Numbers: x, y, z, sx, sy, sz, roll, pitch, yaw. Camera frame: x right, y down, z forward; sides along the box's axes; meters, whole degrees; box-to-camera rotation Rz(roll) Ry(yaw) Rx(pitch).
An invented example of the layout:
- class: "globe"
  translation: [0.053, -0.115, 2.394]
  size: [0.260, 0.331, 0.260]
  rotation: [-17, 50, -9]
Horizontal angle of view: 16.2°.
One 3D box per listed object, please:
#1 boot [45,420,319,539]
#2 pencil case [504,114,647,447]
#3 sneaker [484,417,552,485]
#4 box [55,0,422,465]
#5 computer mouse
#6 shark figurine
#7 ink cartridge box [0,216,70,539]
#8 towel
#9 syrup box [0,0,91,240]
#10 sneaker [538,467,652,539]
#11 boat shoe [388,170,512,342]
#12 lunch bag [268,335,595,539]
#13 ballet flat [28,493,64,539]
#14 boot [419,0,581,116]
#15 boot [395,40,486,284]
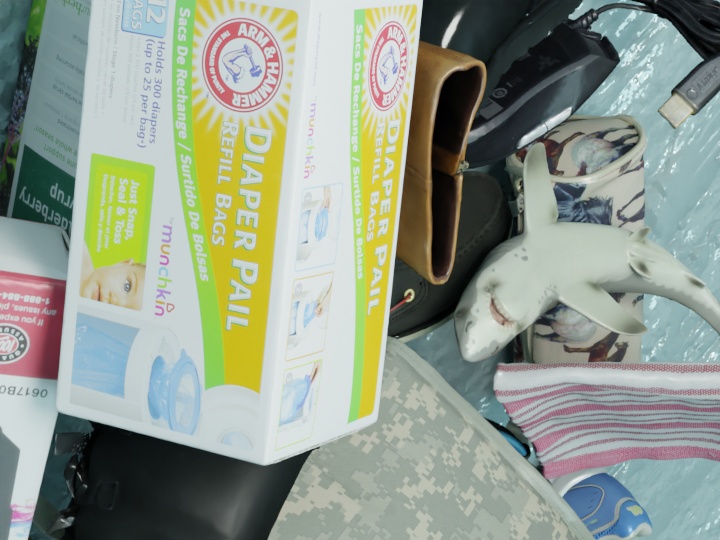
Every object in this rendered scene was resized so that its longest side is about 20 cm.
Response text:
- class: "boot"
  translation: [-0.059, 0.137, 1.164]
  size: [0.073, 0.198, 0.163]
  rotation: [95, 14, -60]
- class: "pencil case"
  translation: [0.120, 0.008, 1.458]
  size: [0.089, 0.078, 0.200]
  rotation: [-17, 125, -22]
- class: "sneaker"
  translation: [0.069, 0.127, 1.466]
  size: [0.200, 0.082, 0.073]
  rotation: [28, 68, -50]
- class: "box"
  translation: [-0.052, -0.031, 1.088]
  size: [0.101, 0.112, 0.200]
  rotation: [-15, 114, -61]
- class: "computer mouse"
  translation: [0.113, -0.092, 1.345]
  size: [0.200, 0.140, 0.046]
  rotation: [-36, 136, -23]
- class: "shark figurine"
  translation: [0.127, 0.013, 1.386]
  size: [0.214, 0.089, 0.128]
  rotation: [12, 62, -31]
- class: "ink cartridge box"
  translation: [-0.218, 0.073, 1.139]
  size: [0.147, 0.086, 0.200]
  rotation: [8, 109, -21]
- class: "towel"
  translation: [0.155, 0.081, 1.358]
  size: [0.200, 0.146, 0.030]
  rotation: [53, 37, -72]
- class: "syrup box"
  translation: [-0.114, -0.058, 1.196]
  size: [0.081, 0.079, 0.200]
  rotation: [-4, 117, -42]
- class: "sneaker"
  translation: [0.128, 0.216, 1.592]
  size: [0.076, 0.077, 0.200]
  rotation: [-12, 123, -40]
- class: "boat shoe"
  translation: [0.002, 0.002, 1.340]
  size: [0.201, 0.074, 0.063]
  rotation: [-30, 150, -22]
- class: "lunch bag"
  translation: [0.015, 0.154, 1.293]
  size: [0.200, 0.117, 0.164]
  rotation: [53, 50, -16]
- class: "ballet flat"
  translation: [-0.165, 0.163, 1.282]
  size: [0.063, 0.069, 0.200]
  rotation: [-22, 134, 5]
- class: "boot"
  translation: [0.039, -0.165, 1.270]
  size: [0.198, 0.073, 0.163]
  rotation: [-43, 140, -25]
- class: "boot"
  translation: [-0.017, -0.043, 1.205]
  size: [0.068, 0.200, 0.189]
  rotation: [-5, 117, -42]
